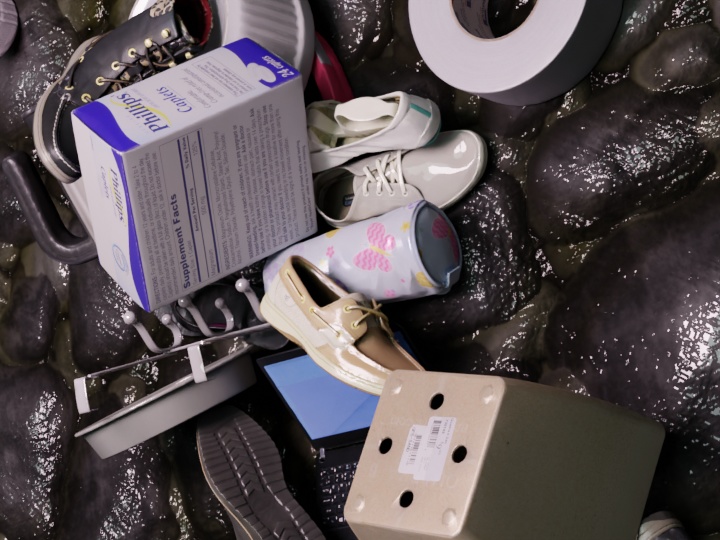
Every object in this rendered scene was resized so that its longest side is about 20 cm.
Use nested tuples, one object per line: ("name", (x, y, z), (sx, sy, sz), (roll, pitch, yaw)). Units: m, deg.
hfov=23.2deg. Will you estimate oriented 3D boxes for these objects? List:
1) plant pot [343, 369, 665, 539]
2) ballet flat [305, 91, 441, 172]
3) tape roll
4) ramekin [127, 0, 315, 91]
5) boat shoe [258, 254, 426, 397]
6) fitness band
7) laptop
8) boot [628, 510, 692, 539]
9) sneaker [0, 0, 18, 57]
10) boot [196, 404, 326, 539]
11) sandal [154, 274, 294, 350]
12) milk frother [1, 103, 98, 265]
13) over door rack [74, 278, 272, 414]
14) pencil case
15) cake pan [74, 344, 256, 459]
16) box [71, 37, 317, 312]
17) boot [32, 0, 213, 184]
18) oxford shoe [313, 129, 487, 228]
("plant pot", (0.104, 0.181, 1.465), (0.199, 0.177, 0.201), (1, 65, 47))
("ballet flat", (-0.015, -0.140, 1.676), (0.199, 0.069, 0.070), (-7, 79, 39))
("tape roll", (0.142, -0.256, 1.621), (0.199, 0.066, 0.202), (-7, 78, 36))
("ramekin", (-0.152, -0.225, 1.780), (0.199, 0.105, 0.202), (-12, 72, 41))
("boat shoe", (-0.014, 0.050, 1.578), (0.199, 0.074, 0.067), (32, 111, 34))
("fitness band", (-0.075, -0.165, 1.797), (0.143, 0.037, 0.201), (-39, 61, 30))
("laptop", (-0.002, 0.173, 1.640), (0.176, 0.103, 0.202), (-16, 63, 36))
("boot", (0.239, 0.320, 1.453), (0.200, 0.073, 0.151), (-52, 54, 11))
("sneaker", (-0.479, -0.309, 2.116), (0.112, 0.077, 0.201), (-41, 50, 30))
("boot", (-0.110, 0.246, 1.708), (0.201, 0.077, 0.139), (60, 152, 27))
("sandal", (-0.146, 0.035, 1.810), (0.199, 0.048, 0.076), (8, 89, 38))
("milk frother", (-0.260, -0.116, 1.881), (0.180, 0.200, 0.189), (-21, 101, 40))
("over door rack", (-0.172, 0.062, 1.690), (0.147, 0.200, 0.067), (-16, 100, 26))
("pencil case", (0.000, 0.000, 1.681), (0.199, 0.083, 0.091), (-19, 81, 34))
("cake pan", (-0.188, 0.133, 1.747), (0.199, 0.200, 0.037), (-26, 90, 32))
("box", (-0.154, -0.092, 1.656), (0.105, 0.199, 0.185), (38, 144, 42))
("boot", (-0.226, -0.184, 1.677), (0.153, 0.073, 0.204), (-27, 32, 32))
("oxford shoe", (0.033, -0.086, 1.686), (0.199, 0.058, 0.076), (-16, 70, 33))
